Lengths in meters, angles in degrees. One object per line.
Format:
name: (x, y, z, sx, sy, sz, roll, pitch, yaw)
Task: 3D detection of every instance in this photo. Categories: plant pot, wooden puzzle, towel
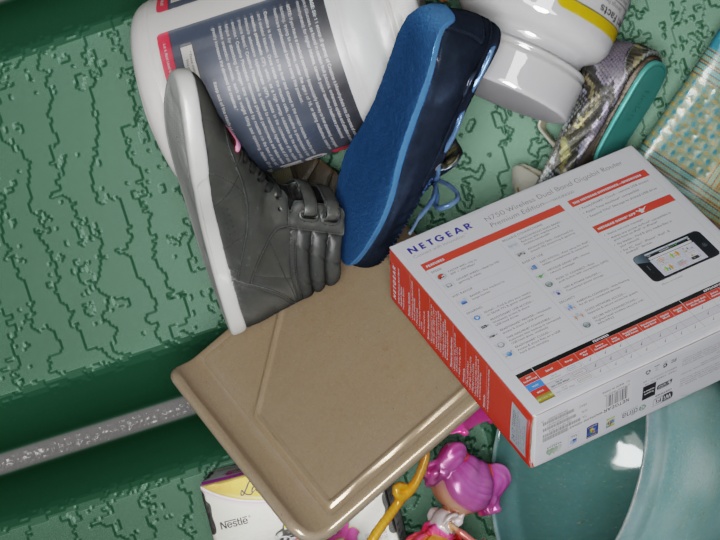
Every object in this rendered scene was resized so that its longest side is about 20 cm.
plant pot: (0.197, 0.137, 1.365, 0.133, 0.200, 0.202, 14, 98, -24)
wooden puzzle: (-0.007, 0.070, 1.333, 0.199, 0.037, 0.185, -37, 52, -8)
towel: (0.289, -0.095, 1.398, 0.146, 0.022, 0.201, 34, 99, -6)

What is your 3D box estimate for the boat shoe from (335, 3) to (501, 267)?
boat shoe: (0.042, -0.080, 1.303, 0.068, 0.085, 0.201, 0, 135, -31)

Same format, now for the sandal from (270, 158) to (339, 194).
sandal: (0.000, 0.000, 1.423, 0.200, 0.055, 0.082, 40, 83, -1)

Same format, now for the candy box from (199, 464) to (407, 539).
candy box: (-0.027, 0.232, 1.445, 0.135, 0.061, 0.202, -15, 93, 5)

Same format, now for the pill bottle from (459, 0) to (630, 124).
pill bottle: (0.136, -0.211, 1.347, 0.113, 0.114, 0.202, 23, 88, 2)

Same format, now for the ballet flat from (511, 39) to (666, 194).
ballet flat: (0.148, -0.075, 1.405, 0.072, 0.072, 0.202, 26, 97, 2)

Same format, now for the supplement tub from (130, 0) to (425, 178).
supplement tub: (-0.049, -0.146, 1.370, 0.198, 0.140, 0.142, -16, 94, 7)

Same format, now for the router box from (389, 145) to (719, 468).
router box: (0.147, 0.017, 1.282, 0.199, 0.180, 0.049, -22, 137, -19)

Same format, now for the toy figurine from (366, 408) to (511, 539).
toy figurine: (0.044, 0.175, 1.358, 0.199, 0.150, 0.185, 31, 82, -26)

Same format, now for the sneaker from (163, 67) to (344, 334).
sneaker: (-0.067, -0.058, 1.312, 0.098, 0.071, 0.201, -19, 123, -8)
